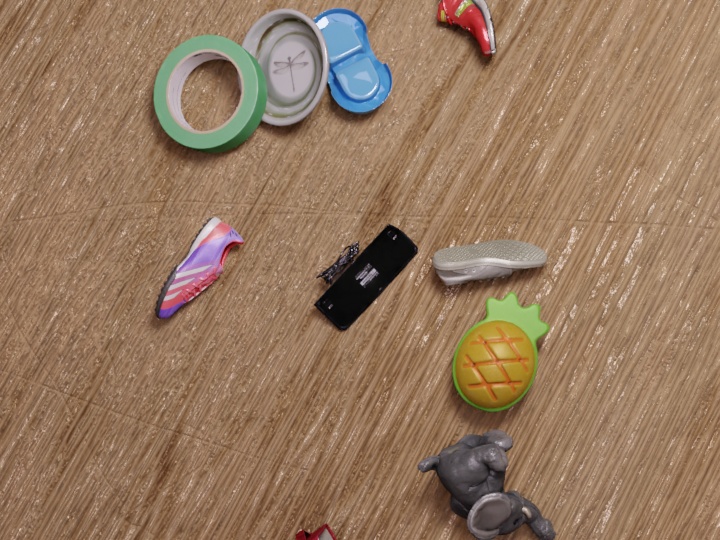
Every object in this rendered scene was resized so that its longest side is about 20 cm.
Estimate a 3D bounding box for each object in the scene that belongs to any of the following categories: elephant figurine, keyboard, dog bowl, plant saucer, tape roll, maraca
[{"bbox_3d":[0.208,0.373,1.554,0.154,0.141,0.201,-11,97,29],"label":"elephant figurine"},{"bbox_3d":[0.000,0.000,1.667,0.200,0.040,0.104,-46,105,-6],"label":"keyboard"},{"bbox_3d":[-0.019,-0.367,1.710,0.111,0.050,0.201,-27,82,-2],"label":"dog bowl"},{"bbox_3d":[-0.126,-0.354,1.688,0.199,0.050,0.202,3,96,34],"label":"plant saucer"},{"bbox_3d":[-0.265,-0.309,1.688,0.199,0.048,0.202,-1,87,15],"label":"tape roll"},{"bbox_3d":[0.232,0.136,1.592,0.137,0.107,0.201,26,83,4],"label":"maraca"}]

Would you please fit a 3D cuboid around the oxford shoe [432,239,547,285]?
[{"bbox_3d":[0.220,-0.010,1.644,0.199,0.075,0.058,-6,122,-7],"label":"oxford shoe"}]

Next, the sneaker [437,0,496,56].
[{"bbox_3d":[0.181,-0.455,1.710,0.085,0.077,0.201,-26,71,3],"label":"sneaker"}]

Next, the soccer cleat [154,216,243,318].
[{"bbox_3d":[-0.280,0.006,1.656,0.073,0.068,0.201,32,81,2],"label":"soccer cleat"}]

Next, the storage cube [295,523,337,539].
[{"bbox_3d":[-0.090,0.530,1.513,0.179,0.171,0.201,-33,82,-1],"label":"storage cube"}]
